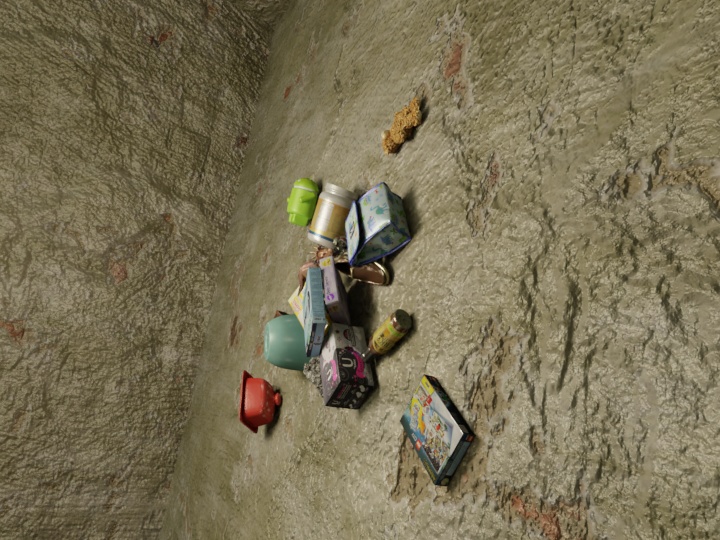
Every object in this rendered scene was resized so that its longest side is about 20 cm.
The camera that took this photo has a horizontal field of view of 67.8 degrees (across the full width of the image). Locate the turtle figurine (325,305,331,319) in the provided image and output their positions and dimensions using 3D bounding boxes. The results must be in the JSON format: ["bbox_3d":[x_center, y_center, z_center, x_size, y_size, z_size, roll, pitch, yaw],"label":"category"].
[{"bbox_3d":[-0.133,0.126,1.846,0.152,0.098,0.203,-60,37,30],"label":"turtle figurine"}]

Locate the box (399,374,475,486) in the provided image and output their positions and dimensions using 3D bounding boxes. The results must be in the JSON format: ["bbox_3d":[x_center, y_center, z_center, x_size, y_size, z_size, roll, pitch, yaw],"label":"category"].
[{"bbox_3d":[0.167,0.354,1.207,0.140,0.037,0.201,-65,28,18],"label":"box"}]

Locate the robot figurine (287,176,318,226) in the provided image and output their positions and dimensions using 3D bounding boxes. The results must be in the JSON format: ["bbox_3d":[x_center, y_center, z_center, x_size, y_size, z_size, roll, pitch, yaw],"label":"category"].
[{"bbox_3d":[-0.239,-0.292,2.238,0.174,0.112,0.208,11,86,65],"label":"robot figurine"}]

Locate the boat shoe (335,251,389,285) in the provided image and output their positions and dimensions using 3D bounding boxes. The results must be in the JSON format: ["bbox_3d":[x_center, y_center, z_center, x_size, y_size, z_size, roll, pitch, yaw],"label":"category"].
[{"bbox_3d":[0.001,0.006,1.609,0.199,0.074,0.077,21,128,44],"label":"boat shoe"}]

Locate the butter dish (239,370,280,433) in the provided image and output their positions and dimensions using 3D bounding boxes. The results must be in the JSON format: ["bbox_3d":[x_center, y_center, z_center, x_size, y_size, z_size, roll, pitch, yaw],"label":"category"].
[{"bbox_3d":[-0.378,0.506,2.078,0.202,0.141,0.206,71,-166,-57],"label":"butter dish"}]

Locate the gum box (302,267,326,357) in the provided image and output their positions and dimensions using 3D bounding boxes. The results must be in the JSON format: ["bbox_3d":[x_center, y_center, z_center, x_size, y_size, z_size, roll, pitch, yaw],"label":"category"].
[{"bbox_3d":[-0.142,0.126,1.624,0.173,0.043,0.205,106,161,-47],"label":"gum box"}]

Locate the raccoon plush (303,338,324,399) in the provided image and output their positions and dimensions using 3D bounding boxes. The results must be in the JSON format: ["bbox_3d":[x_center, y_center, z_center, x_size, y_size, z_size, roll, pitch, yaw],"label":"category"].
[{"bbox_3d":[-0.093,0.316,1.718,0.200,0.096,0.136,45,103,28],"label":"raccoon plush"}]

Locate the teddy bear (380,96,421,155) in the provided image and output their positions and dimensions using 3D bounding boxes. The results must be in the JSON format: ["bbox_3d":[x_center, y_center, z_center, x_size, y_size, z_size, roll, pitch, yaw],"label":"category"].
[{"bbox_3d":[0.125,-0.454,1.677,0.198,0.065,0.151,-27,50,55],"label":"teddy bear"}]

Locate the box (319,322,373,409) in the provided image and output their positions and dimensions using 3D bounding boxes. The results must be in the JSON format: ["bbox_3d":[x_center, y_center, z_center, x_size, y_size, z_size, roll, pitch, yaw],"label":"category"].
[{"bbox_3d":[-0.047,0.276,1.560,0.205,0.111,0.134,-102,32,-42],"label":"box"}]

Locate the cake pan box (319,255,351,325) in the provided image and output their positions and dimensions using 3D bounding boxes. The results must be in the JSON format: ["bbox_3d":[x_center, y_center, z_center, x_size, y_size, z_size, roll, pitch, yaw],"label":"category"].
[{"bbox_3d":[-0.072,0.090,1.676,0.203,0.050,0.189,71,-172,-48],"label":"cake pan box"}]

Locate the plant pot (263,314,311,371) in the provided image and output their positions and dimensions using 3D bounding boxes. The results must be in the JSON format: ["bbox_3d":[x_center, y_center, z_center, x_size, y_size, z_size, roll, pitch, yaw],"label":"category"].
[{"bbox_3d":[-0.257,0.251,1.896,0.200,0.155,0.210,-176,90,-72],"label":"plant pot"}]

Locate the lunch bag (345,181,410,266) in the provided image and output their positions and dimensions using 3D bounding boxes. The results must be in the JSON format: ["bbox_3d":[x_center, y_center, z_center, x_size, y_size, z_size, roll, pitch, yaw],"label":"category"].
[{"bbox_3d":[0.033,-0.129,1.579,0.197,0.126,0.175,-34,44,29],"label":"lunch bag"}]

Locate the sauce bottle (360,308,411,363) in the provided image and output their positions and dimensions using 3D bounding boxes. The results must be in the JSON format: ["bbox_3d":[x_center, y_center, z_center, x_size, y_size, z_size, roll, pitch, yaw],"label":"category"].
[{"bbox_3d":[0.066,0.187,1.464,0.201,0.063,0.066,-53,34,39],"label":"sauce bottle"}]

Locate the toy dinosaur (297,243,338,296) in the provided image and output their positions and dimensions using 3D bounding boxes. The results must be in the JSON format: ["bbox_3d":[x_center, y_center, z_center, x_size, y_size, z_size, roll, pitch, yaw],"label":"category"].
[{"bbox_3d":[-0.150,-0.010,1.745,0.197,0.136,0.087,-34,46,9],"label":"toy dinosaur"}]

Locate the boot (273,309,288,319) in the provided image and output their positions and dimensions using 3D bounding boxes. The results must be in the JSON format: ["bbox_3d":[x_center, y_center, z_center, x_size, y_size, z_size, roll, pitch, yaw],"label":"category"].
[{"bbox_3d":[-0.340,0.272,2.195,0.186,0.062,0.208,176,110,-75],"label":"boot"}]

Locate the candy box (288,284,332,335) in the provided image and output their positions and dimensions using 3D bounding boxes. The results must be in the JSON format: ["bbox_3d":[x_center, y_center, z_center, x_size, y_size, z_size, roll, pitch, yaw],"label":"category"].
[{"bbox_3d":[-0.168,0.139,1.793,0.103,0.026,0.202,-49,55,22],"label":"candy box"}]

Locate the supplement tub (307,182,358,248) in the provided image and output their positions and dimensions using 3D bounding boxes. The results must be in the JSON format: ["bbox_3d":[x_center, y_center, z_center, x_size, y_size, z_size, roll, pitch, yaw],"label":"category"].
[{"bbox_3d":[-0.093,-0.186,1.872,0.144,0.140,0.207,27,100,62],"label":"supplement tub"}]

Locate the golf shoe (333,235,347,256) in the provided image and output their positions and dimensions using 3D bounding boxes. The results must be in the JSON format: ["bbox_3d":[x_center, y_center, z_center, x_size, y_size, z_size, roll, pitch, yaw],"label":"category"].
[{"bbox_3d":[-0.003,-0.064,1.708,0.198,0.086,0.080,34,134,38],"label":"golf shoe"}]

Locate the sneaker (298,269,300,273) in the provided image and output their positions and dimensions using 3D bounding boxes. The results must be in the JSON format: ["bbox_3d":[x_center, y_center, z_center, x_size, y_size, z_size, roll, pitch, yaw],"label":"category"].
[{"bbox_3d":[-0.165,0.004,1.912,0.081,0.074,0.200,-59,-12,-5],"label":"sneaker"}]
